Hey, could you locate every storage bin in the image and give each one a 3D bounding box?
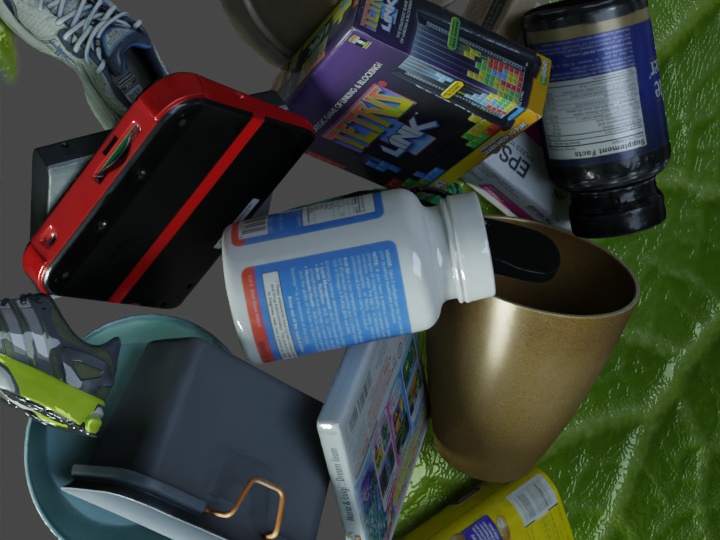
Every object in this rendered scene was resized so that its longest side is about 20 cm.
[{"bbox_3d":[-0.104,0.143,1.023,0.199,0.145,0.136,30,68,-31],"label":"storage bin"}]

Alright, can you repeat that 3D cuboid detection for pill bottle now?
[{"bbox_3d":[0.210,-0.136,1.158,0.111,0.111,0.202,-20,105,-29],"label":"pill bottle"},{"bbox_3d":[0.000,0.000,1.023,0.198,0.112,0.114,-11,102,2],"label":"pill bottle"}]

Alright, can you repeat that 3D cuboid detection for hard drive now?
[{"bbox_3d":[-0.155,-0.059,1.022,0.198,0.033,0.140,-19,145,-30],"label":"hard drive"}]

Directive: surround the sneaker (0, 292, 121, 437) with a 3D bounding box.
[{"bbox_3d":[-0.266,0.046,0.973,0.199,0.074,0.082,31,66,-16],"label":"sneaker"}]

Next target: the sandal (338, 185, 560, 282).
[{"bbox_3d":[0.074,-0.040,1.104,0.198,0.045,0.076,11,44,-5],"label":"sandal"}]

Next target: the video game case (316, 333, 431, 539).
[{"bbox_3d":[0.016,0.122,1.105,0.201,0.023,0.184,-67,153,-47],"label":"video game case"}]

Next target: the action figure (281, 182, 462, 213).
[{"bbox_3d":[0.020,-0.033,1.168,0.199,0.054,0.119,-29,108,-34],"label":"action figure"}]

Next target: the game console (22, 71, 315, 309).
[{"bbox_3d":[-0.142,-0.053,0.990,0.200,0.031,0.176,-49,154,18],"label":"game console"}]

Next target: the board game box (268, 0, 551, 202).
[{"bbox_3d":[0.030,-0.137,1.057,0.164,0.200,0.057,20,66,-18],"label":"board game box"}]

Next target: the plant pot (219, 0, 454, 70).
[{"bbox_3d":[0.003,-0.263,1.066,0.198,0.173,0.203,-3,95,-33],"label":"plant pot"}]

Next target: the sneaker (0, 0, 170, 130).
[{"bbox_3d":[-0.197,-0.178,0.998,0.200,0.085,0.077,48,70,-26],"label":"sneaker"}]

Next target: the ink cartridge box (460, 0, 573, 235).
[{"bbox_3d":[0.159,-0.144,1.235,0.199,0.075,0.166,34,75,-31],"label":"ink cartridge box"}]

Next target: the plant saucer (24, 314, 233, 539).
[{"bbox_3d":[-0.179,0.134,1.067,0.198,0.036,0.203,-3,95,-33],"label":"plant saucer"}]

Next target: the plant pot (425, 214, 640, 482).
[{"bbox_3d":[0.131,0.081,1.185,0.185,0.186,0.202,-4,120,-32],"label":"plant pot"}]

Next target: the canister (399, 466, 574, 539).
[{"bbox_3d":[0.105,0.287,1.234,0.199,0.086,0.150,-28,109,-29],"label":"canister"}]
